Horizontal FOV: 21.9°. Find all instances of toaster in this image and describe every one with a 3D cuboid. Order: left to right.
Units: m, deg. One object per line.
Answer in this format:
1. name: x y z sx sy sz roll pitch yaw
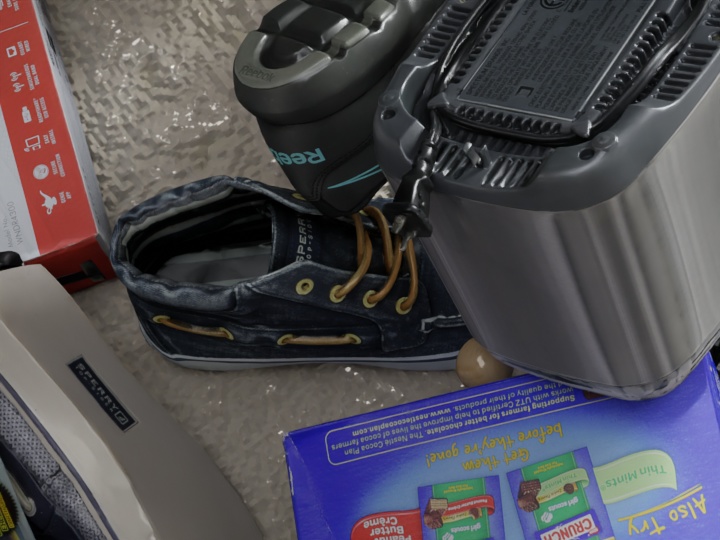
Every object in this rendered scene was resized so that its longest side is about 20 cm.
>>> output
1. toaster: 0.089 -0.045 0.664 0.113 0.129 0.200 13 55 35

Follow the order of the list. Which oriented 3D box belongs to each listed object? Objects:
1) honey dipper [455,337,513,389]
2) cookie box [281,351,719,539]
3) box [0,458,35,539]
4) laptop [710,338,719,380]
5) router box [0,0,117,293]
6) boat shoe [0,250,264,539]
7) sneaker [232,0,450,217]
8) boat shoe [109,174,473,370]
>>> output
1. honey dipper: 0.104 -0.023 0.754 0.038 0.038 0.200 35 62 17
2. cookie box: 0.071 0.145 0.692 0.171 0.075 0.200 -14 68 13
3. box: -0.191 0.115 0.727 0.137 0.040 0.200 -37 71 29
4. laptop: 0.213 0.016 0.718 0.177 0.103 0.200 29 77 17
5. router box: -0.219 -0.063 0.831 0.179 0.049 0.200 -19 69 0
6. boat shoe: -0.120 0.093 0.760 0.093 0.075 0.200 -41 81 24
7. sneaker: 0.037 -0.100 0.735 0.200 0.079 0.075 -37 36 -20
8. boat shoe: 0.000 0.000 0.758 0.200 0.091 0.071 -8 69 4
